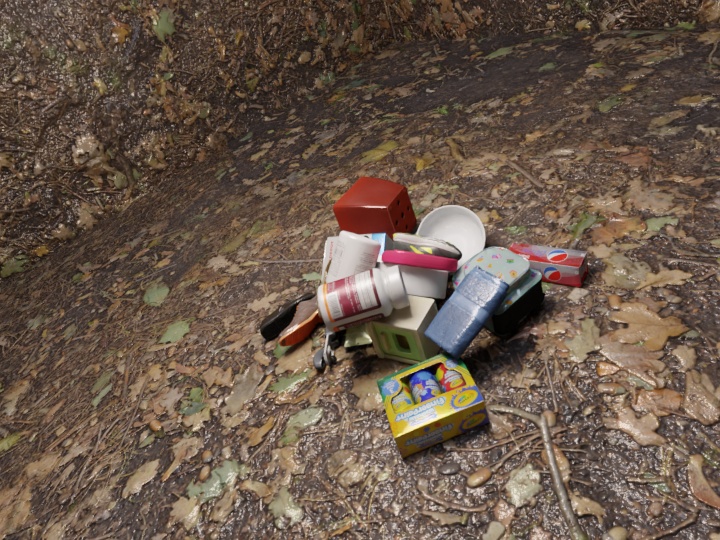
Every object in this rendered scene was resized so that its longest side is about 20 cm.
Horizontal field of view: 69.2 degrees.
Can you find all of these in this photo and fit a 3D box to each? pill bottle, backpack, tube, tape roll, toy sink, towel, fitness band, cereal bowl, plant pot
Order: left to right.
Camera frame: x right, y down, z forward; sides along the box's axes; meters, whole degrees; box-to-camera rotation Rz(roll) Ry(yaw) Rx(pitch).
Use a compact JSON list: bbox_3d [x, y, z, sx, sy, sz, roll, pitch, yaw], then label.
[{"bbox_3d":[-0.027,0.012,1.332,0.112,0.204,0.114,18,6,-2],"label":"pill bottle"},{"bbox_3d":[-0.009,0.129,1.427,0.058,0.051,0.202,-46,28,29],"label":"tube"},{"bbox_3d":[0.008,0.062,1.215,0.196,0.116,0.115,-17,34,7],"label":"pill bottle"},{"bbox_3d":[0.060,-0.166,1.624,0.173,0.203,0.201,1,36,36],"label":"plant pot"},{"bbox_3d":[0.088,0.142,1.279,0.197,0.132,0.112,9,44,35],"label":"toy sink"},{"bbox_3d":[0.129,0.024,1.366,0.197,0.073,0.202,8,0,0],"label":"tape roll"},{"bbox_3d":[0.148,-0.024,1.316,0.195,0.038,0.144,7,4,-13],"label":"fitness band"},{"bbox_3d":[0.260,-0.077,1.491,0.195,0.083,0.205,-6,67,13],"label":"cereal bowl"},{"bbox_3d":[0.237,0.092,1.154,0.201,0.048,0.111,-52,41,-2],"label":"towel"},{"bbox_3d":[0.323,0.036,1.277,0.175,0.155,0.199,-39,34,-15],"label":"backpack"}]

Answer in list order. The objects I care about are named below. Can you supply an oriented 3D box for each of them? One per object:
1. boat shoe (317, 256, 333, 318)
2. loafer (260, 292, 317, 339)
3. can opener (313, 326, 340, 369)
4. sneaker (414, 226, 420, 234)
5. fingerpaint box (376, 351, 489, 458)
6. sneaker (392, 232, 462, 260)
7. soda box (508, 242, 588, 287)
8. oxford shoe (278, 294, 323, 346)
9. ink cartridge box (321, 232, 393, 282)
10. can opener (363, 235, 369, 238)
[{"bbox_3d":[-0.079,0.039,1.456,0.070,0.065,0.203,24,54,-4],"label":"boat shoe"},{"bbox_3d":[-0.211,0.119,1.523,0.197,0.074,0.071,-29,34,-12],"label":"loafer"},{"bbox_3d":[-0.091,0.179,1.394,0.065,0.054,0.202,-14,34,12],"label":"can opener"},{"bbox_3d":[0.193,-0.070,1.574,0.199,0.078,0.086,-42,50,-15],"label":"sneaker"},{"bbox_3d":[0.149,0.276,1.112,0.196,0.074,0.168,-22,34,1],"label":"fingerpaint box"},{"bbox_3d":[0.179,-0.048,1.429,0.196,0.087,0.074,14,11,13],"label":"sneaker"},{"bbox_3d":[0.474,-0.016,1.339,0.197,0.064,0.070,11,44,39],"label":"soda box"},{"bbox_3d":[-0.162,0.137,1.458,0.073,0.072,0.199,38,54,23],"label":"oxford shoe"},{"bbox_3d":[-0.007,-0.022,1.542,0.196,0.084,0.150,-2,71,26],"label":"ink cartridge box"},{"bbox_3d":[0.000,0.000,1.454,0.063,0.077,0.205,-28,52,48],"label":"can opener"}]
